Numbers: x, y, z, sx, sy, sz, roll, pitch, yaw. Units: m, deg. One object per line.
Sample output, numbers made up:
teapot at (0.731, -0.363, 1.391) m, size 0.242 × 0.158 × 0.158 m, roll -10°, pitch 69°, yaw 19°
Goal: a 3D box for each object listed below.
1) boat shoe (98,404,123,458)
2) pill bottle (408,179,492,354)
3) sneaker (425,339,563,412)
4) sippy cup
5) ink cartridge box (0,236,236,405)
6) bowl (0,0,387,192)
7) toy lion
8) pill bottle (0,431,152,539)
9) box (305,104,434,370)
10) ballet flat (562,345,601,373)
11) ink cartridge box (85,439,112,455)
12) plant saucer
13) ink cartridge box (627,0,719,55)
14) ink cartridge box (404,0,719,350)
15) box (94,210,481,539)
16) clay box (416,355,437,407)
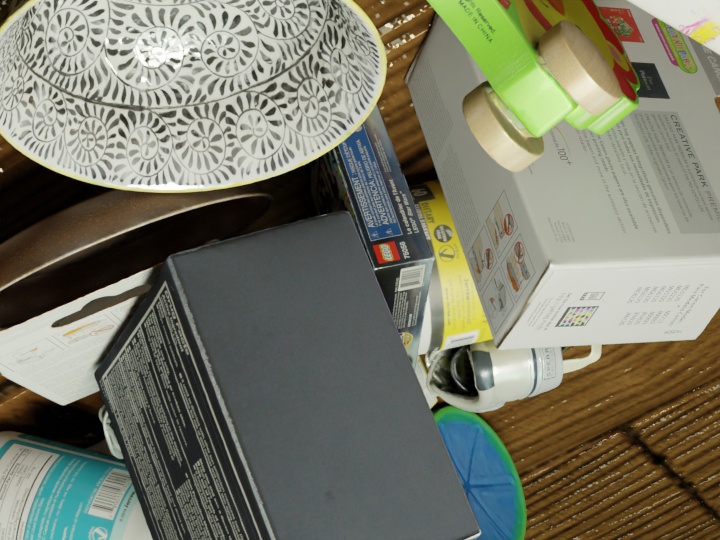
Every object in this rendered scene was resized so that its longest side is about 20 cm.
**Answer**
boat shoe at (-0.142, 0.110, 1.115) m, size 0.071 × 0.070 × 0.201 m, roll -15°, pitch 173°, yaw 8°
pill bottle at (0.112, -0.016, 1.060) m, size 0.199 × 0.112 × 0.111 m, roll -12°, pitch 146°, yaw -10°
sneaker at (0.078, 0.066, 1.156) m, size 0.070 × 0.073 × 0.200 m, roll -5°, pitch 171°, yaw -15°
sippy cup at (0.048, 0.198, 1.333) m, size 0.130 × 0.140 × 0.178 m, roll -28°, pitch 122°, yaw 34°
ink cartridge box at (-0.149, 0.020, 0.989) m, size 0.162 × 0.050 × 0.200 m, roll -23°, pitch 163°, yaw 0°
bowl at (-0.091, -0.130, 0.803) m, size 0.200 × 0.095 × 0.201 m, roll -6°, pitch 153°, yaw -3°
toy lion at (0.070, -0.148, 0.819) m, size 0.069 × 0.192 × 0.200 m, roll -37°, pitch 102°, yaw 25°
pill bottle at (-0.217, 0.178, 1.134) m, size 0.199 × 0.111 × 0.111 m, roll 12°, pitch 150°, yaw 16°
box at (0.000, 0.000, 1.007) m, size 0.040 × 0.137 × 0.200 m, roll -10°, pitch 145°, yaw -12°
ballet flat at (0.170, 0.029, 1.187) m, size 0.200 × 0.073 × 0.068 m, roll -38°, pitch 142°, yaw 26°
ink cartridge box at (-0.172, 0.216, 1.283) m, size 0.146 × 0.085 × 0.200 m, roll -26°, pitch 146°, yaw 12°
plant saucer at (-0.149, -0.015, 0.949) m, size 0.200 × 0.032 × 0.200 m, roll -24°, pitch 174°, yaw -3°
ink cartridge box at (0.213, -0.183, 0.798) m, size 0.200 × 0.088 × 0.146 m, roll 32°, pitch 135°, yaw 3°
ink cartridge box at (0.141, -0.061, 0.925) m, size 0.175 × 0.201 × 0.084 m, roll -1°, pitch 145°, yaw -22°
box at (-0.050, 0.102, 0.927) m, size 0.123 × 0.201 × 0.198 m, roll -16°, pitch 165°, yaw -26°
clay box at (-0.034, 0.130, 1.180) m, size 0.200 × 0.048 × 0.115 m, roll -43°, pitch 150°, yaw -12°
